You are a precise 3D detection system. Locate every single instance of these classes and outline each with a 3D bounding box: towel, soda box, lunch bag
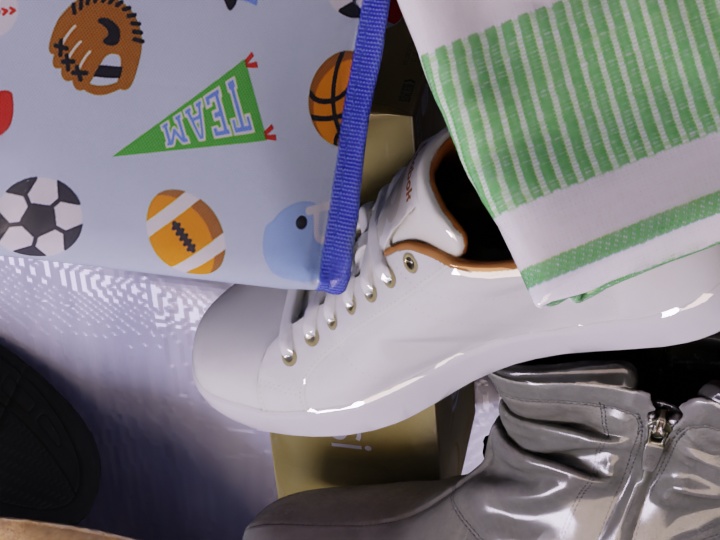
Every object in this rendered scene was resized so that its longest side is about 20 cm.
[{"bbox_3d":[0.076,-0.106,0.730,0.152,0.023,0.201,-21,87,1],"label":"towel"},{"bbox_3d":[0.000,0.000,0.937,0.064,0.068,0.201,4,134,12],"label":"soda box"},{"bbox_3d":[-0.079,-0.107,0.774,0.169,0.124,0.201,6,97,-19],"label":"lunch bag"}]

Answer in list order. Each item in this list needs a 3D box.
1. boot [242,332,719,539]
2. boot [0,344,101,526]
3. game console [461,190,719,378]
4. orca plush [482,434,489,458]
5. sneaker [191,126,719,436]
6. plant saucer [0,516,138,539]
[{"bbox_3d":[0.050,0.062,0.887,0.199,0.068,0.131,1,134,12],"label":"boot"},{"bbox_3d":[-0.214,0.075,1.078,0.203,0.074,0.154,22,142,-11],"label":"boot"},{"bbox_3d":[0.140,-0.004,0.828,0.200,0.031,0.177,39,143,-13],"label":"game console"},{"bbox_3d":[0.130,0.049,0.942,0.199,0.071,0.105,-14,127,28],"label":"orca plush"},{"bbox_3d":[0.018,-0.009,0.812,0.199,0.073,0.085,-17,139,32],"label":"sneaker"},{"bbox_3d":[-0.135,0.148,1.092,0.199,0.036,0.200,5,155,2],"label":"plant saucer"}]
